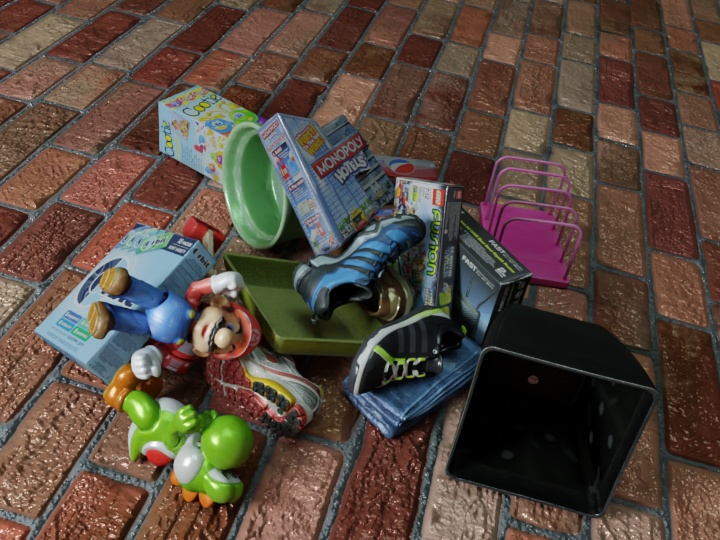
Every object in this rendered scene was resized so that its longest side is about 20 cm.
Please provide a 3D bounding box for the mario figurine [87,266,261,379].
[{"bbox_3d":[-0.201,0.060,0.871,0.199,0.123,0.106,17,43,-33],"label":"mario figurine"}]

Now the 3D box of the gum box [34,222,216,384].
[{"bbox_3d":[-0.303,0.033,0.969,0.169,0.045,0.200,15,58,47],"label":"gum box"}]

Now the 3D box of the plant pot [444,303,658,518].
[{"bbox_3d":[0.232,0.153,0.949,0.199,0.201,0.178,15,29,6],"label":"plant pot"}]

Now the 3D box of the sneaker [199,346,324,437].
[{"bbox_3d":[-0.133,0.136,0.982,0.200,0.078,0.082,36,33,21],"label":"sneaker"}]

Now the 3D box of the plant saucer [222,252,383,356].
[{"bbox_3d":[-0.079,0.057,1.050,0.199,0.048,0.200,7,29,-39],"label":"plant saucer"}]

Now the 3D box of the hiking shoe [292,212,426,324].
[{"bbox_3d":[0.010,-0.001,1.019,0.199,0.075,0.087,-30,55,-4],"label":"hiking shoe"}]

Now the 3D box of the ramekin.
[{"bbox_3d":[-0.132,-0.139,1.203,0.097,0.201,0.200,-13,45,-35],"label":"ramekin"}]

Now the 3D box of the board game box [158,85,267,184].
[{"bbox_3d":[-0.254,-0.237,1.358,0.199,0.105,0.103,29,43,20],"label":"board game box"}]

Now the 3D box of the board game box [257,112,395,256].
[{"bbox_3d":[-0.048,-0.155,1.110,0.200,0.062,0.200,55,46,-9],"label":"board game box"}]

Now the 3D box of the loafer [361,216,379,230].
[{"bbox_3d":[0.004,-0.064,1.197,0.072,0.063,0.200,-11,45,-25],"label":"loafer"}]

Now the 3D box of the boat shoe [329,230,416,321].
[{"bbox_3d":[0.000,0.000,1.100,0.074,0.076,0.200,1,33,-42],"label":"boat shoe"}]

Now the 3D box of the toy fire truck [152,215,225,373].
[{"bbox_3d":[-0.230,0.028,1.018,0.049,0.141,0.200,28,18,-32],"label":"toy fire truck"}]

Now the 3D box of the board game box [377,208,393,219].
[{"bbox_3d":[0.032,-0.049,1.258,0.199,0.029,0.135,-7,44,-20],"label":"board game box"}]

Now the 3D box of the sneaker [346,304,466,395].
[{"bbox_3d":[0.068,0.106,0.973,0.083,0.072,0.200,33,44,28],"label":"sneaker"}]

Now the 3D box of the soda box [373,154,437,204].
[{"bbox_3d":[0.036,-0.167,1.370,0.199,0.064,0.070,6,40,-6],"label":"soda box"}]

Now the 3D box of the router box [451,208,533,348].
[{"bbox_3d":[0.153,0.009,1.121,0.062,0.150,0.200,-17,46,-28],"label":"router box"}]

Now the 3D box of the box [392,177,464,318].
[{"bbox_3d":[0.091,-0.029,1.092,0.035,0.201,0.110,-4,13,-38],"label":"box"}]

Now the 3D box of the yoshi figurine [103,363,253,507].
[{"bbox_3d":[-0.198,0.180,0.882,0.200,0.112,0.112,36,39,22],"label":"yoshi figurine"}]

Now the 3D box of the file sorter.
[{"bbox_3d":[0.289,-0.090,1.286,0.138,0.126,0.201,8,40,-2],"label":"file sorter"}]

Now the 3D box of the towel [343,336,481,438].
[{"bbox_3d":[0.079,0.139,1.031,0.199,0.049,0.111,-28,52,-36],"label":"towel"}]
